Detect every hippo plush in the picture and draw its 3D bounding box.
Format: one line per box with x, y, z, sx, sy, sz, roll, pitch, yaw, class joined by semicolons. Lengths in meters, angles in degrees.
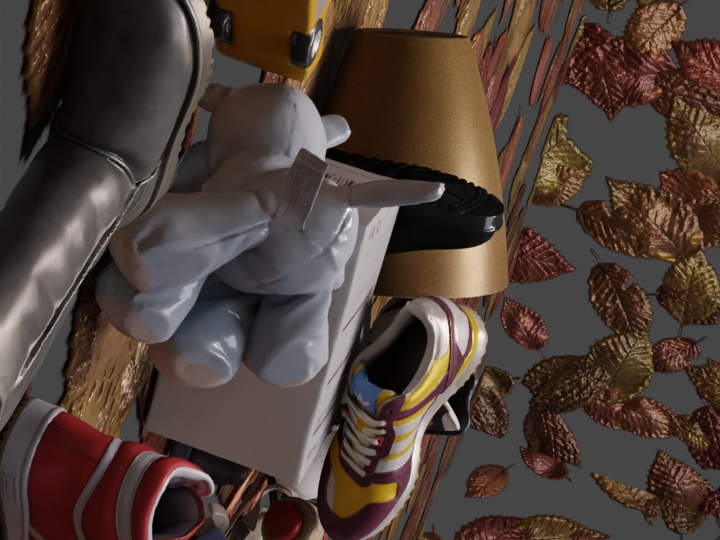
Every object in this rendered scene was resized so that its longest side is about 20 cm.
-0.077;-0.045;1.082;0.200;0.159;0.161;-59;-150;37;hippo plush

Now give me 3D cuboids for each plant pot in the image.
0.034;-0.092;1.482;0.186;0.186;0.200;-39;134;-73;plant pot

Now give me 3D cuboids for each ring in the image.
-0.119;0.209;1.507;0.200;0.019;0.200;-56;174;-9;ring

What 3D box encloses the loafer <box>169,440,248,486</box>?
-0.091;0.119;1.452;0.200;0.063;0.072;-52;159;-64;loafer

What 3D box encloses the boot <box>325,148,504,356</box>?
0.000;0.000;1.360;0.073;0.198;0.163;-44;146;-64;boot

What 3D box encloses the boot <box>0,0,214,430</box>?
-0.145;-0.033;0.846;0.200;0.073;0.182;-52;159;-44;boot

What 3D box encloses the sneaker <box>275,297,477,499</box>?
0.020;0.108;1.413;0.199;0.080;0.130;-43;-157;-7;sneaker

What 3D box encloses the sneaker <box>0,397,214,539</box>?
-0.143;0.151;1.055;0.200;0.112;0.071;94;18;-59;sneaker

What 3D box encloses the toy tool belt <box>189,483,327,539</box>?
-0.116;0.235;1.338;0.200;0.125;0.123;-49;146;-2;toy tool belt

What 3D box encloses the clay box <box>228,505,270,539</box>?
-0.126;0.309;1.629;0.200;0.048;0.115;-59;172;2;clay box

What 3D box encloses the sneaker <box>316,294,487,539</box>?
0.011;0.105;1.321;0.090;0.075;0.200;15;104;-58;sneaker

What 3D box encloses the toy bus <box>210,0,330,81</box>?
-0.045;-0.202;1.057;0.200;0.065;0.078;95;15;-55;toy bus

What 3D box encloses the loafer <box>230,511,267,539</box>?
-0.118;0.282;1.445;0.200;0.068;0.076;-50;171;10;loafer

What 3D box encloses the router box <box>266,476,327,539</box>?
-0.041;0.128;1.621;0.200;0.051;0.149;-107;-148;-70;router box

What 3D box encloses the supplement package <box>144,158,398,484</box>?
-0.059;0.025;1.277;0.117;0.117;0.200;-54;162;-68;supplement package
